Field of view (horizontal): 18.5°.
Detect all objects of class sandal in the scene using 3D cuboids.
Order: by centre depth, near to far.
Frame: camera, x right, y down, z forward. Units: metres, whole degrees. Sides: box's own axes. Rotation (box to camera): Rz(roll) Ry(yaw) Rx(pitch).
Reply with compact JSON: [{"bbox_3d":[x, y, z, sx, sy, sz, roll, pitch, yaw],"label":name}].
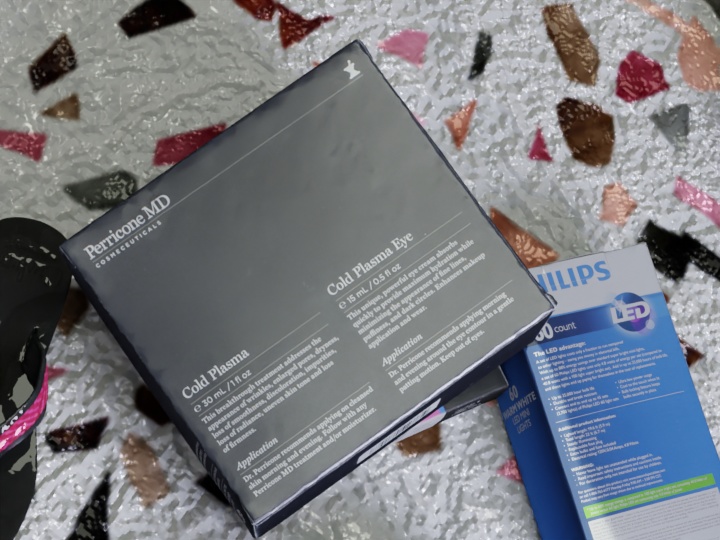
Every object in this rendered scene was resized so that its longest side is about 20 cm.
[{"bbox_3d":[-0.200,0.058,1.189,0.075,0.045,0.201,15,67,-13],"label":"sandal"}]

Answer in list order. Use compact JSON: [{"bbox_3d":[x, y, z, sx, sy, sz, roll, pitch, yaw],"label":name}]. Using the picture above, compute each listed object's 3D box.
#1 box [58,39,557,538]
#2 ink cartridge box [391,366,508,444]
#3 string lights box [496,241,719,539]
[{"bbox_3d":[-0.029,0.012,1.199,0.200,0.104,0.182,-34,83,-8],"label":"box"},{"bbox_3d":[0.000,0.000,1.285,0.094,0.037,0.201,-22,77,-23],"label":"ink cartridge box"},{"bbox_3d":[0.144,0.093,1.285,0.102,0.059,0.201,-11,75,-22],"label":"string lights box"}]
